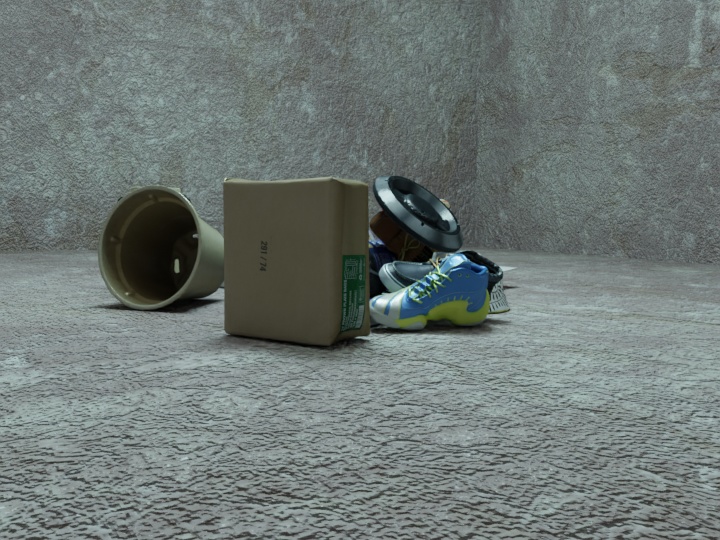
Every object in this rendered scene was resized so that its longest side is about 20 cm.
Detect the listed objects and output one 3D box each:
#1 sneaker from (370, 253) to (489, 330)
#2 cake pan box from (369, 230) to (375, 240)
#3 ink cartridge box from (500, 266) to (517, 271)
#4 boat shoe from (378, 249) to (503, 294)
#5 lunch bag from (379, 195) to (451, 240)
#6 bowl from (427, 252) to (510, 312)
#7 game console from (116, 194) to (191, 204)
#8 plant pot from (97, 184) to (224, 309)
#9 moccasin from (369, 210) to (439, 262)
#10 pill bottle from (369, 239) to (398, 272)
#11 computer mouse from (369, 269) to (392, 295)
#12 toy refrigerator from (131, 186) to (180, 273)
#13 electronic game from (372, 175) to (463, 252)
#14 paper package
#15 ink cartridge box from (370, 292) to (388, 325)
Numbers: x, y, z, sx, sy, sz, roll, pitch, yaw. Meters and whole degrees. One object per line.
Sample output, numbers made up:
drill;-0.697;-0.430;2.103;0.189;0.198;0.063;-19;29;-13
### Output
sneaker;0.103;0.023;1.010;0.194;0.108;0.076;-1;23;-27
cake pan box;-0.085;-0.024;1.454;0.183;0.053;0.198;-37;-15;27
ink cartridge box;0.245;0.014;1.649;0.196;0.046;0.174;5;7;38
boat shoe;0.126;0.004;1.085;0.196;0.092;0.072;15;34;-30
lunch bag;0.125;-0.055;1.493;0.172;0.207;0.081;4;0;38
bowl;0.172;0.017;1.264;0.194;0.098;0.201;2;3;0
game console;-0.400;-0.057;1.462;0.194;0.119;0.176;2;-28;26
plant pot;-0.325;-0.028;1.240;0.194;0.207;0.183;2;-6;15
moccasin;0.093;-0.041;1.322;0.201;0.073;0.079;43;18;-35
pill bottle;0.000;0.000;1.320;0.109;0.116;0.198;4;5;31
computer mouse;-0.019;0.010;1.083;0.135;0.055;0.198;4;4;32
toy refrigerator;-0.392;-0.056;1.361;0.074;0.207;0.069;3;4;33
electronic game;0.107;-0.105;1.288;0.196;0.042;0.202;29;28;-16
paper package;-0.083;-0.017;0.914;0.186;0.207;0.102;3;4;33
ink cartridge box;-0.015;0.058;1.054;0.097;0.041;0.198;4;4;31
